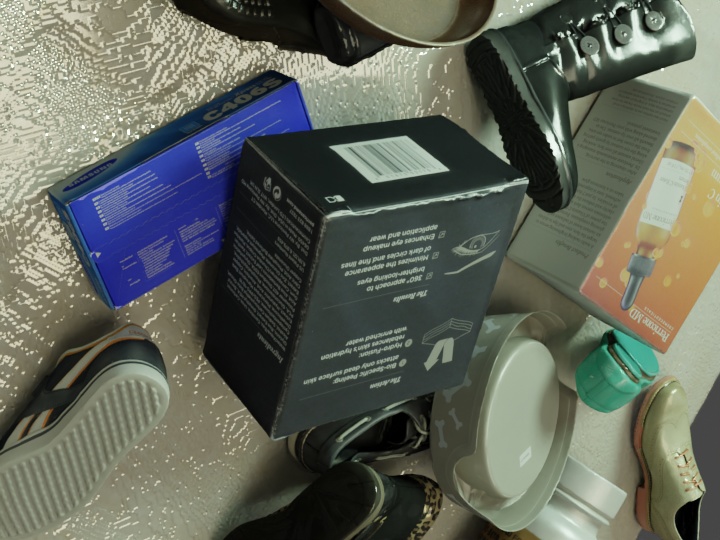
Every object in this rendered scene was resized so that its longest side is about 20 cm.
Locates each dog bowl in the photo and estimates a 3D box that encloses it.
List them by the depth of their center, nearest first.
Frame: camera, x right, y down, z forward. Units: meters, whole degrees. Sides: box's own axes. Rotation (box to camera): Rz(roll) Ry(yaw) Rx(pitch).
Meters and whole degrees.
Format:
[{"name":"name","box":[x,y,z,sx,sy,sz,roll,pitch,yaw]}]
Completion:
[{"name":"dog bowl","box":[0.131,0.133,1.137,0.199,0.058,0.203,-17,111,-52]}]

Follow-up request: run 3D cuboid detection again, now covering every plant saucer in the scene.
[{"name":"plant saucer","box":[0.012,-0.238,0.898,0.199,0.202,0.034,6,150,-36]}]

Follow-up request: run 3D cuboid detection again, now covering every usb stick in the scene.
[{"name":"usb stick","box":[0.035,-0.208,0.946,0.200,0.032,0.056,-36,114,-45]}]

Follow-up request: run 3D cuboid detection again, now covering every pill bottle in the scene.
[{"name":"pill bottle","box":[0.173,0.281,1.229,0.114,0.114,0.201,34,88,-38]}]

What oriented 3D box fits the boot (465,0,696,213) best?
[{"name":"boot","box":[0.208,-0.161,1.078,0.199,0.066,0.166,-25,94,-26]}]

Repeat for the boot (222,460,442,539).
[{"name":"boot","box":[-0.029,0.235,1.090,0.200,0.074,0.150,-42,153,19]}]

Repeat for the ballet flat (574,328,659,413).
[{"name":"ballet flat","box":[0.242,0.099,1.207,0.070,0.068,0.200,-40,169,16]}]

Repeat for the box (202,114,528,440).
[{"name":"box","box":[0.000,0.000,0.960,0.195,0.117,0.202,-11,129,-37]}]

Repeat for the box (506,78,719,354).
[{"name":"box","box":[0.260,-0.052,1.160,0.152,0.106,0.201,31,90,-38]}]

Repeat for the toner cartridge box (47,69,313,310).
[{"name":"toner cartridge box","box":[-0.124,-0.063,0.934,0.199,0.043,0.096,-31,122,-21]}]

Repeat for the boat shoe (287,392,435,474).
[{"name":"boat shoe","box":[0.034,0.147,1.113,0.198,0.063,0.074,-8,113,-32]}]

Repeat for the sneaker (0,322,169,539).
[{"name":"sneaker","box":[-0.217,0.121,0.931,0.200,0.080,0.078,-39,123,16]}]

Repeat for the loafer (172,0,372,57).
[{"name":"loafer","box":[-0.059,-0.200,0.914,0.199,0.071,0.074,7,85,-50]}]

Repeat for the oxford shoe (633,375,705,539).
[{"name":"oxford shoe","box":[0.343,0.208,1.340,0.070,0.074,0.202,-23,120,-25]}]
